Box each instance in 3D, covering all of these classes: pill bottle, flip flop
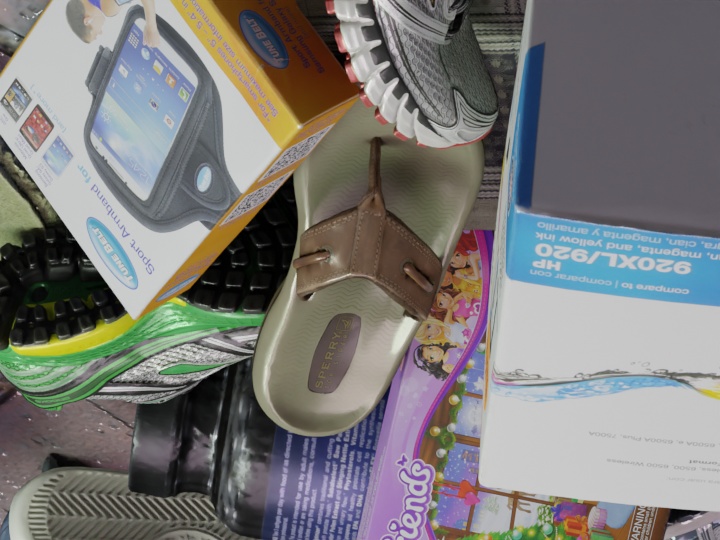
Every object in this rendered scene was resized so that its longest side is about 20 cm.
[{"bbox_3d":[-0.008,0.080,1.411,0.198,0.112,0.112,9,148,-1],"label":"pill bottle"},{"bbox_3d":[0.000,0.000,1.225,0.081,0.058,0.201,11,127,-11],"label":"flip flop"}]

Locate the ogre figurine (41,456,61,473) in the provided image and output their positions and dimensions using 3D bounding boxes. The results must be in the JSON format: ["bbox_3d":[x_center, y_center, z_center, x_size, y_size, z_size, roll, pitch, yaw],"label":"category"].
[{"bbox_3d":[-0.150,0.185,1.603,0.098,0.121,0.200,-22,138,34],"label":"ogre figurine"}]

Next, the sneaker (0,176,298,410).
[{"bbox_3d":[-0.075,0.014,1.338,0.198,0.078,0.085,-9,144,7],"label":"sneaker"}]

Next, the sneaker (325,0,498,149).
[{"bbox_3d":[0.024,-0.129,1.082,0.082,0.078,0.201,-9,129,11],"label":"sneaker"}]

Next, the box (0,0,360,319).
[{"bbox_3d":[-0.088,-0.065,1.209,0.119,0.041,0.200,53,140,7],"label":"box"}]

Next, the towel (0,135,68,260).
[{"bbox_3d":[-0.222,-0.059,1.317,0.147,0.037,0.200,-7,145,25],"label":"towel"}]

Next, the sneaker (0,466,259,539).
[{"bbox_3d":[-0.089,0.144,1.476,0.199,0.075,0.085,14,153,-18],"label":"sneaker"}]

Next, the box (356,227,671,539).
[{"bbox_3d":[0.077,0.083,1.335,0.136,0.201,0.039,12,-173,-6],"label":"box"}]

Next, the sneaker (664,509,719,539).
[{"bbox_3d":[0.151,0.126,1.455,0.200,0.078,0.086,-37,136,22],"label":"sneaker"}]

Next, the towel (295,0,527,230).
[{"bbox_3d":[0.070,-0.082,1.214,0.198,0.035,0.193,-1,146,9],"label":"towel"}]

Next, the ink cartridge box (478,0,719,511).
[{"bbox_3d":[0.126,-0.017,1.138,0.144,0.148,0.200,6,146,1],"label":"ink cartridge box"}]
